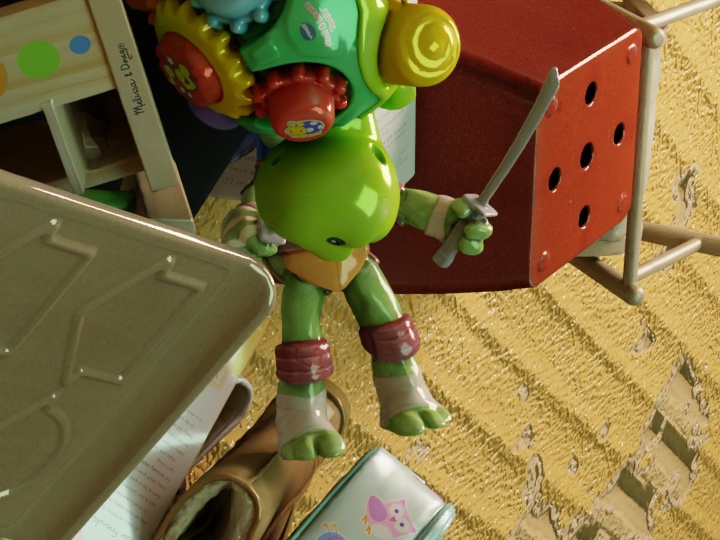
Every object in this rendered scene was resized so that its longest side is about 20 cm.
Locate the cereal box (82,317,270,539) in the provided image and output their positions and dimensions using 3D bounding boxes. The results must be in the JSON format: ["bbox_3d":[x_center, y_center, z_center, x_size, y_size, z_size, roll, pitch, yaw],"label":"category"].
[{"bbox_3d":[-0.152,0.072,1.201,0.144,0.040,0.200,39,70,-29],"label":"cereal box"}]

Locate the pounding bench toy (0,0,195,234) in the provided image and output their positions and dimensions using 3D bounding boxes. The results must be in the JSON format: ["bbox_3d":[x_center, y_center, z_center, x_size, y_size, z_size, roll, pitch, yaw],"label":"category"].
[{"bbox_3d":[-0.171,-0.067,0.992,0.156,0.124,0.200,-18,129,-3],"label":"pounding bench toy"}]

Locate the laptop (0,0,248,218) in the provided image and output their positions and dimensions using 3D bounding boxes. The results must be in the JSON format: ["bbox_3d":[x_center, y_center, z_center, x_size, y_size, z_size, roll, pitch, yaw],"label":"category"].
[{"bbox_3d":[-0.140,-0.133,1.101,0.187,0.116,0.200,22,58,-29],"label":"laptop"}]

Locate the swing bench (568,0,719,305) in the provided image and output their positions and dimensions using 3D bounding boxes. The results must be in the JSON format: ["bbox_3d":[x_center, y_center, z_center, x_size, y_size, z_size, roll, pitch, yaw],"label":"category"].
[{"bbox_3d":[0.158,-0.111,1.534,0.130,0.200,0.199,-22,123,-41],"label":"swing bench"}]

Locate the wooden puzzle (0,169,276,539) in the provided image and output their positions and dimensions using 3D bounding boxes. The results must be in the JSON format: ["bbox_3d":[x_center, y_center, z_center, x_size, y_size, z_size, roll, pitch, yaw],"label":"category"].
[{"bbox_3d":[-0.161,0.035,0.961,0.185,0.046,0.200,-49,140,17],"label":"wooden puzzle"}]

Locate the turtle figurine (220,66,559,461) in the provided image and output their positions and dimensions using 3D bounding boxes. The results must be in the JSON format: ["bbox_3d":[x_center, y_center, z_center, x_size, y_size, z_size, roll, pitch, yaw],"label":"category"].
[{"bbox_3d":[0.000,0.000,1.180,0.144,0.200,0.194,-23,106,-55],"label":"turtle figurine"}]

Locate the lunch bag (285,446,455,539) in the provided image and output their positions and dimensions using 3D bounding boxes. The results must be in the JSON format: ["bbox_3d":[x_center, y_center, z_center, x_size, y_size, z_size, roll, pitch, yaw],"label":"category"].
[{"bbox_3d":[-0.023,0.191,1.286,0.160,0.077,0.200,-43,174,-27],"label":"lunch bag"}]

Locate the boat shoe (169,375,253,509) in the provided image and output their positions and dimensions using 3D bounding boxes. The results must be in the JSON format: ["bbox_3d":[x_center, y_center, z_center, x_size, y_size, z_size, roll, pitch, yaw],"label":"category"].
[{"bbox_3d":[-0.134,0.113,1.275,0.200,0.070,0.071,-39,136,-45],"label":"boat shoe"}]

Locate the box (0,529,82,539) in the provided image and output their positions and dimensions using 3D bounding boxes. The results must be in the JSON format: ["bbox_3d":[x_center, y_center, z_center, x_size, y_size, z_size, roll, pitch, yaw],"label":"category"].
[{"bbox_3d":[-0.209,0.050,1.051,0.200,0.041,0.156,31,53,-48],"label":"box"}]

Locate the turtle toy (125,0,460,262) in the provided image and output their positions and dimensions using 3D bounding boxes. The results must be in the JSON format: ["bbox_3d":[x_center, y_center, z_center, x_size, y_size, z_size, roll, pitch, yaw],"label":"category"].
[{"bbox_3d":[-0.034,-0.099,1.010,0.101,0.146,0.200,-41,116,-21],"label":"turtle toy"}]

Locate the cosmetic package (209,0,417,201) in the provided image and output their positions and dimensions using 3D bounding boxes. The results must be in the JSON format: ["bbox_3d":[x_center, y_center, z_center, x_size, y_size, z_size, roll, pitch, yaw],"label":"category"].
[{"bbox_3d":[-0.030,-0.138,1.271,0.081,0.113,0.200,-46,141,-52],"label":"cosmetic package"}]

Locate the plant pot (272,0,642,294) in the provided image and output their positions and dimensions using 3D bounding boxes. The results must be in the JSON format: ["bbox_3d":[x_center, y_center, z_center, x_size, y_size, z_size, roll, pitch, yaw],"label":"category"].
[{"bbox_3d":[0.068,-0.092,1.403,0.200,0.176,0.200,-33,132,-48],"label":"plant pot"}]

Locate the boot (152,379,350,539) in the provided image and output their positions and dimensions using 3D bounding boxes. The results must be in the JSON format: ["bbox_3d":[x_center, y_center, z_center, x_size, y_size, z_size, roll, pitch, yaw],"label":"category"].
[{"bbox_3d":[-0.084,0.153,1.296,0.175,0.066,0.200,-62,175,21],"label":"boot"}]
